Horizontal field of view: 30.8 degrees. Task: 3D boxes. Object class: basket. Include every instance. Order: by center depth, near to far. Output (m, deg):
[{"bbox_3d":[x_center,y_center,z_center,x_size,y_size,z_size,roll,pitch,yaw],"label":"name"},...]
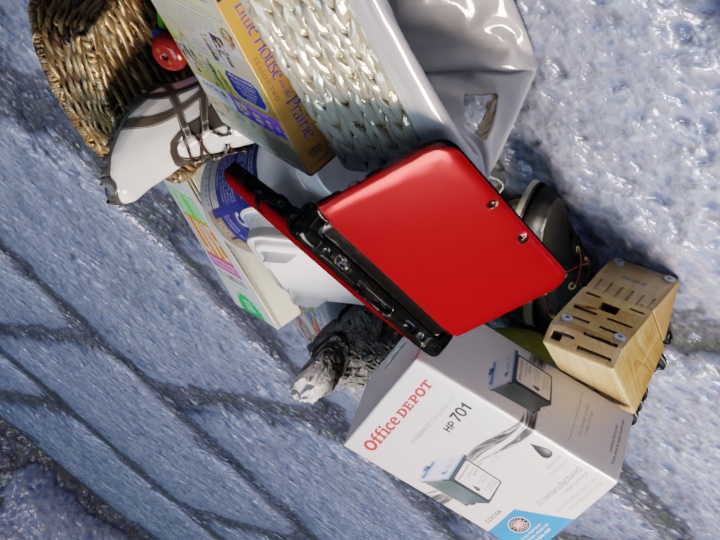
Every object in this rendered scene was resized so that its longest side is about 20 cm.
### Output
[{"bbox_3d":[0.021,-0.168,0.915,0.123,0.136,0.200,3,143,35],"label":"basket"},{"bbox_3d":[-0.229,-0.181,1.201,0.149,0.143,0.200,14,149,34],"label":"basket"}]

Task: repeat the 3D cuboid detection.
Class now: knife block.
[{"bbox_3d":[0.216,0.088,1.141,0.064,0.200,0.176,21,123,24],"label":"knife block"}]

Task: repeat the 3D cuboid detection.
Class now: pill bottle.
[{"bbox_3d":[-0.055,-0.086,1.197,0.120,0.120,0.200,42,154,-19],"label":"pill bottle"}]

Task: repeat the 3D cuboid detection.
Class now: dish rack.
[{"bbox_3d":[0.000,0.000,1.159,0.200,0.044,0.172,6,160,14],"label":"dish rack"}]

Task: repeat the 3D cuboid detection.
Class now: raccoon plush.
[{"bbox_3d":[0.011,0.111,1.256,0.134,0.200,0.097,47,133,-6],"label":"raccoon plush"}]

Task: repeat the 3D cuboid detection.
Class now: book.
[{"bbox_3d":[-0.147,-0.040,1.415,0.134,0.048,0.200,22,144,60],"label":"book"}]

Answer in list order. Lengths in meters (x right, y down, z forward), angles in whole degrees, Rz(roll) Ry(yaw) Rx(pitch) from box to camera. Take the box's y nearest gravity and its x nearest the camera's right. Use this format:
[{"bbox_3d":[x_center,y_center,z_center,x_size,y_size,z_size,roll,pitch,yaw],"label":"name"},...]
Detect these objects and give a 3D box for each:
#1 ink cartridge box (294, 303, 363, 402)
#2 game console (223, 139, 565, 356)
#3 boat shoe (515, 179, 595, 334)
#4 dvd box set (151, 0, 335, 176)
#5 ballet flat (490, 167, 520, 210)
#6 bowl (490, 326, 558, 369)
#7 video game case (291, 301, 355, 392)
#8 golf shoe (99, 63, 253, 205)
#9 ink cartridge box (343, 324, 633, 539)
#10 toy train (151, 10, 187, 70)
[{"bbox_3d":[0.007,0.089,1.476,0.198,0.047,0.200,49,158,14],"label":"ink cartridge box"},{"bbox_3d":[0.026,-0.034,0.983,0.172,0.119,0.200,38,176,46],"label":"game console"},{"bbox_3d":[0.171,-0.006,1.126,0.063,0.074,0.201,23,155,28],"label":"boat shoe"},{"bbox_3d":[-0.103,-0.172,0.964,0.146,0.029,0.200,34,159,49],"label":"dvd box set"},{"bbox_3d":[0.108,-0.053,1.143,0.067,0.067,0.200,-27,121,29],"label":"ballet flat"},{"bbox_3d":[0.183,0.137,1.279,0.108,0.200,0.200,-28,119,36],"label":"bowl"},{"bbox_3d":[-0.067,0.014,1.399,0.182,0.024,0.200,46,161,40],"label":"video game case"},{"bbox_3d":[-0.139,-0.125,1.122,0.094,0.200,0.078,28,156,22],"label":"golf shoe"},{"bbox_3d":[0.109,0.138,1.133,0.200,0.086,0.146,30,134,-6],"label":"ink cartridge box"},{"bbox_3d":[-0.080,-0.205,1.068,0.200,0.085,0.116,24,141,19],"label":"toy train"}]
